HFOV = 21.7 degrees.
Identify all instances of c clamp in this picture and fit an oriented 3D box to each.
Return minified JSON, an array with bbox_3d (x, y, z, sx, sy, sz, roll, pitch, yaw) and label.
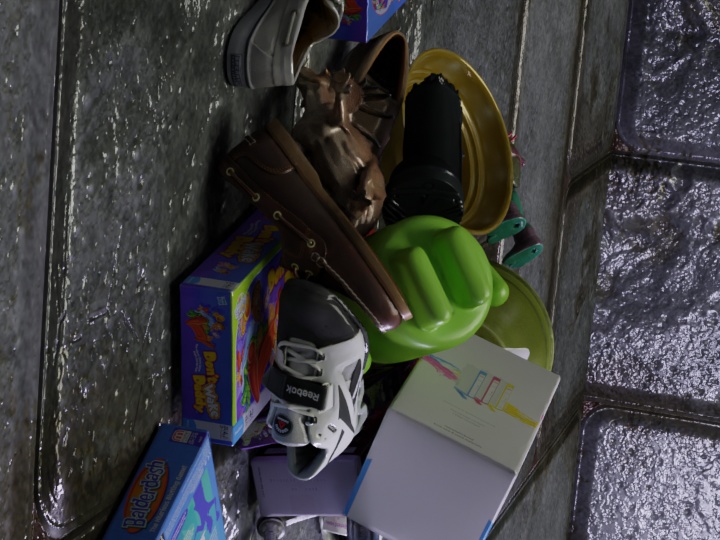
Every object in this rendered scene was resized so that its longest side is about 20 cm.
[{"bbox_3d":[-0.062,0.258,1.697,0.200,0.170,0.027,-77,148,-66],"label":"c clamp"}]

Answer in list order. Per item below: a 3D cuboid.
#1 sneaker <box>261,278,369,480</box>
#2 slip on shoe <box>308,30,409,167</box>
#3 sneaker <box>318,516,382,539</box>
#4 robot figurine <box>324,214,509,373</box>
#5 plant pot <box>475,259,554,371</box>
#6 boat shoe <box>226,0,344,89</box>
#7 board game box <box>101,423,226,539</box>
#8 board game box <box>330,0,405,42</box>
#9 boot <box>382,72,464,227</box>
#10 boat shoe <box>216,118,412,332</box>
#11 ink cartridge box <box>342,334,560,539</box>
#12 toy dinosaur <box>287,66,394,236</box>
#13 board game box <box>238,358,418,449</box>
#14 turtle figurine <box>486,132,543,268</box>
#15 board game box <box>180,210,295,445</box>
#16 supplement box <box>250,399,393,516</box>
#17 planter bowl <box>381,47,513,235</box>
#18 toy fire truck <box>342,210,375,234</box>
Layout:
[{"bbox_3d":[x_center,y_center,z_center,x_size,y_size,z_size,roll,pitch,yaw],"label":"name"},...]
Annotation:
[{"bbox_3d":[-0.040,0.095,1.523,0.089,0.074,0.201,-54,150,-36],"label":"sneaker"},{"bbox_3d":[0.005,-0.147,1.765,0.076,0.060,0.201,38,44,-20],"label":"slip on shoe"},{"bbox_3d":[-0.001,0.223,1.965,0.100,0.074,0.201,-46,142,-66],"label":"sneaker"},{"bbox_3d":[0.039,0.018,1.625,0.116,0.175,0.200,63,-24,-2],"label":"robot figurine"},{"bbox_3d":[0.104,0.096,1.990,0.193,0.199,0.202,-46,142,-80],"label":"plant pot"},{"bbox_3d":[-0.047,-0.216,1.578,0.200,0.069,0.071,-62,155,-50],"label":"boat shoe"},{"bbox_3d":[-0.153,0.246,1.486,0.152,0.045,0.201,-65,157,-47],"label":"board game box"},{"bbox_3d":[0.016,-0.315,1.800,0.200,0.044,0.135,-54,148,-60],"label":"board game box"},{"bbox_3d":[0.064,-0.104,1.717,0.199,0.073,0.163,84,11,-65],"label":"boot"},{"bbox_3d":[-0.038,-0.025,1.516,0.070,0.200,0.070,-36,168,-5],"label":"boat shoe"},{"bbox_3d":[0.088,0.151,1.693,0.129,0.125,0.200,-68,173,30],"label":"ink cartridge box"},{"bbox_3d":[-0.013,-0.096,1.616,0.135,0.085,0.201,1,75,-71],"label":"toy dinosaur"},{"bbox_3d":[-0.024,0.117,1.730,0.200,0.119,0.033,-30,110,-67],"label":"board game box"},{"bbox_3d":[0.136,-0.105,2.094,0.149,0.101,0.201,23,33,-47],"label":"turtle figurine"},{"bbox_3d":[-0.092,0.039,1.569,0.200,0.044,0.135,-51,146,-62],"label":"board game box"},{"bbox_3d":[-0.019,0.165,1.798,0.200,0.108,0.061,-49,133,-62],"label":"supplement box"},{"bbox_3d":[0.073,-0.126,1.975,0.200,0.083,0.202,23,60,-48],"label":"planter bowl"},{"bbox_3d":[0.000,0.000,1.825,0.200,0.111,0.169,36,45,-74],"label":"toy fire truck"}]
